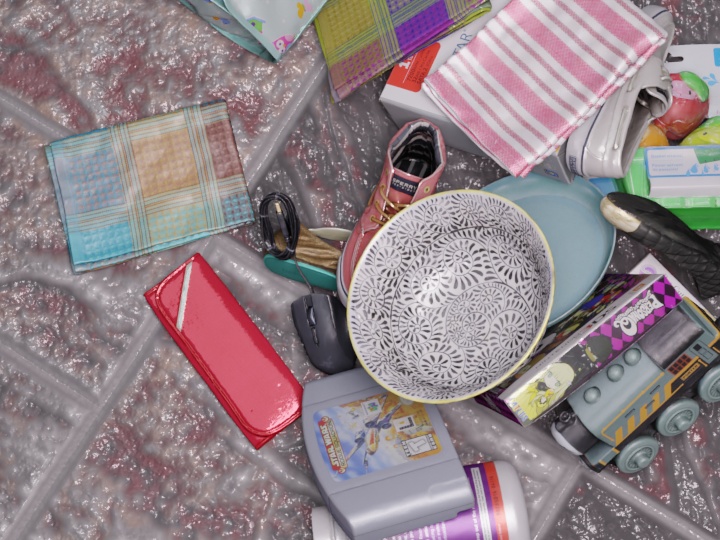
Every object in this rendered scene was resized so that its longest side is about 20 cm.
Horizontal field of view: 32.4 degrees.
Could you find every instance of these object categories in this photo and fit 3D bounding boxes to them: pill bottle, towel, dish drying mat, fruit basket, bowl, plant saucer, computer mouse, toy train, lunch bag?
[{"bbox_3d":[0.058,0.248,1.175,0.199,0.112,0.113,-8,79,1],"label":"pill bottle"},{"bbox_3d":[-0.222,-0.090,1.299,0.199,0.022,0.147,-15,79,-1],"label":"towel"},{"bbox_3d":[-0.136,0.081,1.263,0.077,0.018,0.200,-37,80,-6],"label":"dish drying mat"},{"bbox_3d":[0.314,-0.142,1.250,0.185,0.094,0.201,-1,75,4],"label":"fruit basket"},{"bbox_3d":[0.097,0.036,1.130,0.200,0.094,0.201,-12,63,25],"label":"bowl"},{"bbox_3d":[0.158,-0.013,1.219,0.200,0.027,0.201,-18,47,21],"label":"plant saucer"},{"bbox_3d":[-0.055,0.018,1.220,0.058,0.034,0.200,-15,107,29],"label":"computer mouse"},{"bbox_3d":[0.269,0.109,1.169,0.200,0.114,0.085,-45,42,15],"label":"toy train"},{"bbox_3d":[0.037,-0.268,1.264,0.200,0.023,0.144,-29,52,21],"label":"towel"},{"bbox_3d":[0.173,-0.199,1.178,0.200,0.030,0.146,-44,64,2],"label":"towel"},{"bbox_3d":[-0.116,-0.334,1.292,0.200,0.122,0.171,36,82,2],"label":"lunch bag"}]

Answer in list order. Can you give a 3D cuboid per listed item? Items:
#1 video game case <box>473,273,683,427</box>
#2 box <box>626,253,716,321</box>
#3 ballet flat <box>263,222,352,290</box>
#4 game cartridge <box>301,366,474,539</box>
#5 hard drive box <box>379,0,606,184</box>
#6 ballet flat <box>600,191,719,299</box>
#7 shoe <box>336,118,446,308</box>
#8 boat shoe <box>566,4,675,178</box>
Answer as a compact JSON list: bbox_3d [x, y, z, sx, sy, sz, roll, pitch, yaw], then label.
[{"bbox_3d":[0.191,0.069,1.159,0.181,0.200,0.036,-37,94,-4],"label":"video game case"},{"bbox_3d":[0.343,0.069,1.234,0.041,0.039,0.200,-42,80,-3],"label":"box"},{"bbox_3d":[0.000,0.000,1.257,0.200,0.068,0.072,24,66,11],"label":"ballet flat"},{"bbox_3d":[0.016,0.164,1.170,0.133,0.042,0.200,-12,39,-9],"label":"game cartridge"},{"bbox_3d":[0.145,-0.195,1.246,0.200,0.077,0.156,20,80,26],"label":"hard drive box"},{"bbox_3d":[0.298,-0.019,1.191,0.057,0.200,0.067,-46,36,25],"label":"ballet flat"},{"bbox_3d":[0.030,-0.055,1.206,0.071,0.091,0.200,19,54,7],"label":"shoe"},{"bbox_3d":[0.267,-0.171,1.191,0.066,0.072,0.200,17,62,33],"label":"boat shoe"}]
